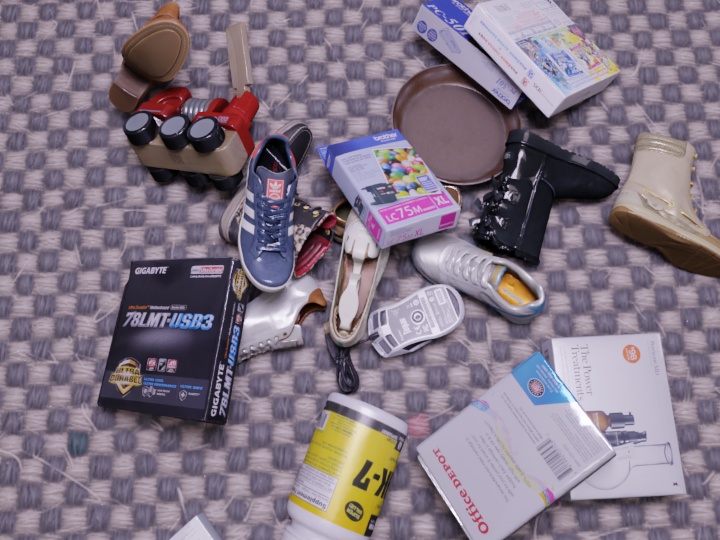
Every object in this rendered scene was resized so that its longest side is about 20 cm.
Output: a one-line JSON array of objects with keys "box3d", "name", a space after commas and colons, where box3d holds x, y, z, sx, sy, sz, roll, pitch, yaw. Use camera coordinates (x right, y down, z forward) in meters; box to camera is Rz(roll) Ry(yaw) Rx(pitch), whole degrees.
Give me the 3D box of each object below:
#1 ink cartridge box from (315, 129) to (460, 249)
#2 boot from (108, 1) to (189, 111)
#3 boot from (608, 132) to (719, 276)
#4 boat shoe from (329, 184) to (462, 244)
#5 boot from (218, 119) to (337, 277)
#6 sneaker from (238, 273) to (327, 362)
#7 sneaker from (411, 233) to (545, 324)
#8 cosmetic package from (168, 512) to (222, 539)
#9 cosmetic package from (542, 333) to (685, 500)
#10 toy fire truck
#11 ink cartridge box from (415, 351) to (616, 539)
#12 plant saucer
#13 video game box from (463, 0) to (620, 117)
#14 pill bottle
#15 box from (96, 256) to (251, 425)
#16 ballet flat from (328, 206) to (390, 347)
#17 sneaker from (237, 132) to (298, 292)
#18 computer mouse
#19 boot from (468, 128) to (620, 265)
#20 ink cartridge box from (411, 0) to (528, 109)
[{"box3d": [0.032, -0.124, 0.914, 0.117, 0.042, 0.201, -17, 53, -25], "name": "ink cartridge box"}, {"box3d": [-0.284, -0.331, 0.969, 0.073, 0.198, 0.157, 37, 50, -29], "name": "boot"}, {"box3d": [0.460, -0.094, 0.971, 0.197, 0.073, 0.158, 26, 68, -1], "name": "boot"}, {"box3d": [0.049, -0.082, 0.963, 0.195, 0.074, 0.077, -13, 75, -4], "name": "boat shoe"}, {"box3d": [-0.092, -0.099, 0.946, 0.149, 0.073, 0.202, 30, 80, 29], "name": "boot"}, {"box3d": [-0.127, 0.086, 0.917, 0.199, 0.073, 0.085, -42, 76, -12], "name": "sneaker"}, {"box3d": [0.163, 0.001, 0.938, 0.197, 0.081, 0.078, 26, 77, 8], "name": "sneaker"}, {"box3d": [-0.230, 0.428, 0.837, 0.199, 0.052, 0.151, -40, 81, -10], "name": "cosmetic package"}, {"box3d": [0.328, 0.190, 0.896, 0.147, 0.052, 0.205, -2, 75, -3], "name": "cosmetic package"}, {"box3d": [-0.222, -0.237, 0.972, 0.172, 0.130, 0.203, 9, 56, 24], "name": "toy fire truck"}, {"box3d": [0.188, 0.223, 0.838, 0.199, 0.085, 0.146, -39, 65, 7], "name": "ink cartridge box"}, {"box3d": [0.140, -0.212, 1.011, 0.195, 0.032, 0.205, 2, 69, -6], "name": "plant saucer"}, {"box3d": [0.269, -0.322, 0.996, 0.198, 0.047, 0.183, -29, 72, -42], "name": "video game box"}, {"box3d": [-0.024, 0.267, 0.848, 0.112, 0.115, 0.204, 21, 76, 5], "name": "pill bottle"}, {"box3d": [-0.240, 0.086, 0.886, 0.196, 0.049, 0.204, 0, 75, 31], "name": "box"}, {"box3d": [0.000, 0.000, 0.893, 0.066, 0.062, 0.205, 9, 86, 6], "name": "ballet flat"}, {"box3d": [-0.111, -0.078, 0.848, 0.073, 0.085, 0.205, 2, 67, -20], "name": "sneaker"}, {"box3d": [0.050, 0.084, 0.937, 0.196, 0.044, 0.112, -20, 71, 0], "name": "computer mouse"}, {"box3d": [0.259, -0.089, 0.966, 0.194, 0.073, 0.166, 20, 87, -16], "name": "boot"}, {"box3d": [0.179, -0.330, 1.023, 0.200, 0.045, 0.094, 43, 46, 13], "name": "ink cartridge box"}]
